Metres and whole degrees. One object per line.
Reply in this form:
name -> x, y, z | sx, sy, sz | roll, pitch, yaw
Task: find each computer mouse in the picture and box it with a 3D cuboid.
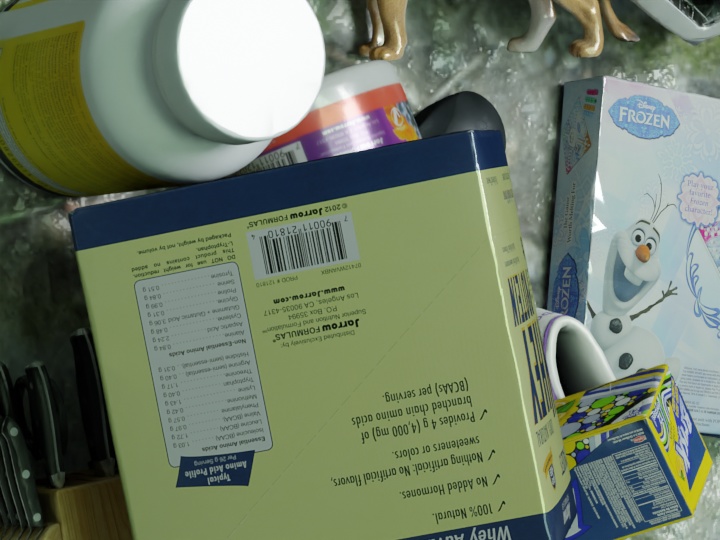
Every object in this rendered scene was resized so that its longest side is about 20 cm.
computer mouse -> 0.026, -0.016, 1.492 | 0.059, 0.034, 0.200 | 38, 70, -27

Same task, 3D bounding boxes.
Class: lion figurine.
lion figurine -> 0.053, -0.177, 1.463 | 0.199, 0.072, 0.123 | -2, 99, -4

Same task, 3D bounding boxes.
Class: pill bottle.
pill bottle -> -0.102, -0.096, 1.314 | 0.112, 0.200, 0.112 | 1, 88, -32
pill bottle -> 0.000, 0.000, 1.413 | 0.111, 0.111, 0.201 | -21, 91, -31

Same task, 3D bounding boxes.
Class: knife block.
knife block -> -0.124, 0.133, 1.373 | 0.200, 0.064, 0.176 | 40, 69, -25

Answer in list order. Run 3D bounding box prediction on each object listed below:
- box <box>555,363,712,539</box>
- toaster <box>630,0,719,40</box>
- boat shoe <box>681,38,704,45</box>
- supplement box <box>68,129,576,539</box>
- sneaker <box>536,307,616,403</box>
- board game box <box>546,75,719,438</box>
box -> 0.080, 0.119, 1.426 | 0.064, 0.199, 0.070 | 64, 24, -14
toaster -> 0.182, -0.215, 1.471 | 0.200, 0.113, 0.130 | 31, 43, -56
boat shoe -> 0.220, -0.224, 1.613 | 0.067, 0.074, 0.200 | 36, 60, -11
supplement box -> -0.014, 0.048, 1.293 | 0.199, 0.134, 0.201 | -11, 91, 9
sneaker -> 0.101, 0.121, 1.490 | 0.072, 0.114, 0.201 | -10, 95, -34
board game box -> 0.203, -0.002, 1.599 | 0.199, 0.043, 0.200 | 9, 85, -32
